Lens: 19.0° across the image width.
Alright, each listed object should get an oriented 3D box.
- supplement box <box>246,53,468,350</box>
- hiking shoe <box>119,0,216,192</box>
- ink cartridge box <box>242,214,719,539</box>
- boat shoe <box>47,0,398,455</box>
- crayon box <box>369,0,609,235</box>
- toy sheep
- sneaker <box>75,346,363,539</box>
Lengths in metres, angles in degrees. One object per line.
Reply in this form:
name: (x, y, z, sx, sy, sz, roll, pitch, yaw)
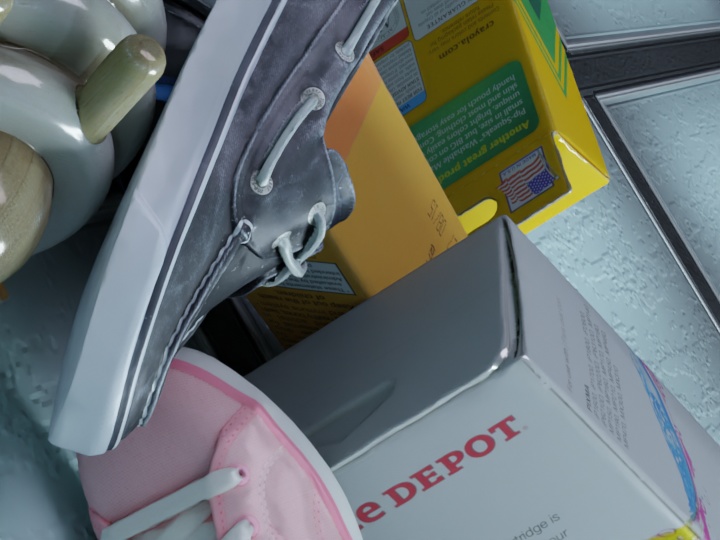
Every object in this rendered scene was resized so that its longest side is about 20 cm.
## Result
supplement box: (0.000, 0.000, 0.807, 0.200, 0.068, 0.067, 57, 48, -44)
hiking shoe: (-0.056, -0.041, 0.843, 0.087, 0.074, 0.200, -60, 141, -17)
ink cartridge box: (0.056, 0.099, 0.770, 0.200, 0.147, 0.086, 46, 24, -27)
boat shoe: (-0.035, -0.027, 0.670, 0.067, 0.072, 0.201, 25, 62, -7)
crayon box: (0.034, -0.069, 0.974, 0.051, 0.125, 0.201, 35, 32, -44)
toy sheep: (-0.120, -0.079, 0.658, 0.138, 0.137, 0.201, 37, 39, -40)
sneaker: (-0.037, 0.118, 0.646, 0.201, 0.075, 0.105, 63, 17, 3)
